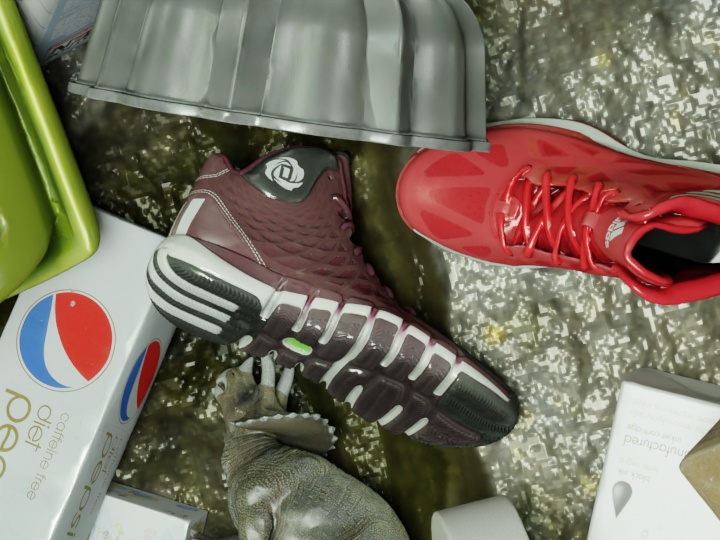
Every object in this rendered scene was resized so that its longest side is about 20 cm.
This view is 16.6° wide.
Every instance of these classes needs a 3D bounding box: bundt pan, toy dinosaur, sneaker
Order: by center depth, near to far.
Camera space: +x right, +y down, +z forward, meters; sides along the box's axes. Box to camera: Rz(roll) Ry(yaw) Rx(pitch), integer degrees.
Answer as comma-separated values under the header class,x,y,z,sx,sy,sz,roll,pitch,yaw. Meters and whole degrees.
class,x,y,z,sx,sy,sz,roll,pitch,yaw
bundt pan,-0.033,-0.106,1.139,0.200,0.202,0.076,9,96,13
sneaker,0.105,-0.030,1.155,0.198,0.115,0.079,4,95,14
sneaker,0.000,0.000,1.211,0.199,0.116,0.076,27,145,-15
toy dinosaur,-0.021,0.137,1.217,0.102,0.077,0.200,-41,87,6

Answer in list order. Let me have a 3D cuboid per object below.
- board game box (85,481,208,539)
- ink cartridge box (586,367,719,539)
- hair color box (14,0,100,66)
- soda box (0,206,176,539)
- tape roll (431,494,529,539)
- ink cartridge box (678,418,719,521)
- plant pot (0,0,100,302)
class,x,y,z,sx,sy,sz,roll,pitch,yaw
board game box,-0.190,0.163,1.285,0.198,0.034,0.136,15,97,13
ink cartridge box,0.162,0.159,1.179,0.115,0.067,0.202,13,97,12
hair color box,-0.147,-0.179,1.167,0.060,0.200,0.099,-31,85,-22
soda box,-0.151,0.071,1.229,0.068,0.064,0.201,21,84,12
tape roll,0.074,0.206,1.138,0.037,0.203,0.205,-13,91,-5
ink cartridge box,0.251,0.040,1.036,0.165,0.200,0.075,-40,93,-29
plant pot,-0.249,-0.047,1.158,0.199,0.181,0.200,-21,91,36
